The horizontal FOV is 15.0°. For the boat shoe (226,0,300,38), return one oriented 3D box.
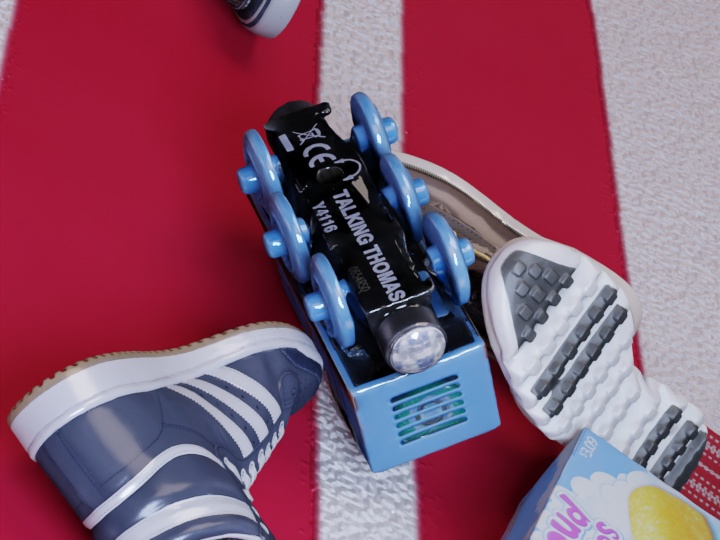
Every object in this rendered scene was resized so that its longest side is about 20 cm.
[{"bbox_3d":[-0.087,-0.206,1.585,0.091,0.071,0.200,20,27,-23],"label":"boat shoe"}]

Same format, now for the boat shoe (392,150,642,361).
[{"bbox_3d":[0.050,0.001,1.430,0.200,0.072,0.060,28,45,-1],"label":"boat shoe"}]

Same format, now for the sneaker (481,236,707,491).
[{"bbox_3d":[0.097,0.046,1.327,0.081,0.075,0.200,32,-15,40],"label":"sneaker"}]

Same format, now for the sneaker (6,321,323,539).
[{"bbox_3d":[-0.062,0.088,1.199,0.109,0.070,0.200,55,28,16],"label":"sneaker"}]

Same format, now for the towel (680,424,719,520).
[{"bbox_3d":[0.177,0.146,1.403,0.145,0.022,0.200,36,30,0],"label":"towel"}]

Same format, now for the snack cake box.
[{"bbox_3d":[0.103,0.174,1.224,0.115,0.067,0.200,36,37,-1],"label":"snack cake box"}]

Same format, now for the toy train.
[{"bbox_3d":[0.000,0.000,1.327,0.087,0.114,0.200,-19,41,-9],"label":"toy train"}]
